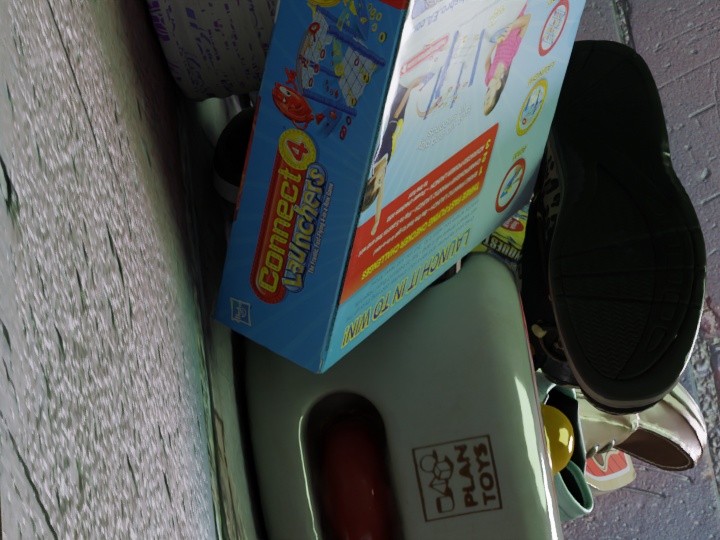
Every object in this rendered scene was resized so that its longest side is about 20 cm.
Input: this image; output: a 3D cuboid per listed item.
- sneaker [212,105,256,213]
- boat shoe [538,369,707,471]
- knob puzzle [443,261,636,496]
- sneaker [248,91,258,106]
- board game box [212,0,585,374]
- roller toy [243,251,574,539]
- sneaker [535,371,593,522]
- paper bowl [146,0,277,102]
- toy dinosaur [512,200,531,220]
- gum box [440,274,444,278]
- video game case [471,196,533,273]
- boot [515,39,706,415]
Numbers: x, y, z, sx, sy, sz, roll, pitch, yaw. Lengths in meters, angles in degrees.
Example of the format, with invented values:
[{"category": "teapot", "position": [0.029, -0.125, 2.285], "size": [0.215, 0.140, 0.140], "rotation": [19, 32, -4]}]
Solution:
[{"category": "sneaker", "position": [-0.020, -0.024, 1.208], "size": [0.200, 0.083, 0.121], "rotation": [-32, 136, -60]}, {"category": "boat shoe", "position": [0.114, 0.076, 1.420], "size": [0.200, 0.076, 0.072], "rotation": [29, 63, -27]}, {"category": "knob puzzle", "position": [0.119, 0.053, 1.534], "size": [0.220, 0.030, 0.220], "rotation": [50, 22, -28]}, {"category": "sneaker", "position": [-0.029, -0.102, 1.320], "size": [0.200, 0.075, 0.087], "rotation": [-78, 163, -78]}, {"category": "board game box", "position": [0.028, -0.086, 1.055], "size": [0.200, 0.056, 0.196], "rotation": [-37, 148, -52]}, {"category": "roller toy", "position": [0.029, 0.089, 1.147], "size": [0.183, 0.139, 0.200], "rotation": [75, 7, -46]}, {"category": "sneaker", "position": [0.056, 0.141, 1.284], "size": [0.074, 0.118, 0.201], "rotation": [7, 91, -51]}, {"category": "paper bowl", "position": [-0.044, -0.178, 1.073], "size": [0.201, 0.104, 0.201], "rotation": [-9, 90, -85]}, {"category": "toy dinosaur", "position": [0.048, -0.077, 1.433], "size": [0.200, 0.181, 0.105], "rotation": [-11, -103, 54]}, {"category": "gum box", "position": [0.048, 0.036, 1.627], "size": [0.066, 0.113, 0.201], "rotation": [29, 48, -61]}, {"category": "video game case", "position": [0.090, -0.032, 1.475], "size": [0.026, 0.180, 0.200], "rotation": [-64, 175, 15]}, {"category": "boot", "position": [0.114, 0.009, 1.201], "size": [0.151, 0.073, 0.201], "rotation": [94, -10, -55]}]
